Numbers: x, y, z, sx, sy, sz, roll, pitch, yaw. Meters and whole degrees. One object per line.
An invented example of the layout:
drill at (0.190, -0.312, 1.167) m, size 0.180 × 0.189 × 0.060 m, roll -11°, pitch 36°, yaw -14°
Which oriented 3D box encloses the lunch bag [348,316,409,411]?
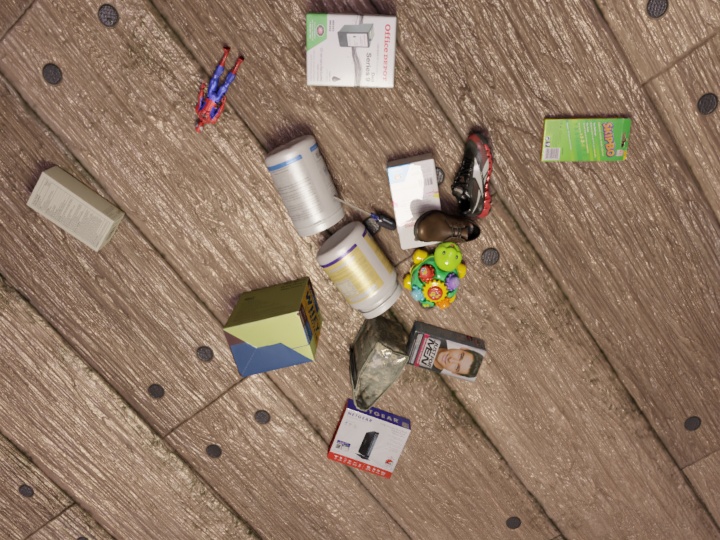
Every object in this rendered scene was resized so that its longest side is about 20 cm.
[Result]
lunch bag at (0.029, 0.239, 1.563) m, size 0.115 × 0.165 × 0.203 m, roll 24°, pitch 111°, yaw -13°

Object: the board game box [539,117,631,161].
board game box at (0.519, -0.303, 1.398) m, size 0.193 × 0.030 × 0.098 m, roll 1°, pitch 112°, yaw 5°

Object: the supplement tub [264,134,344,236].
supplement tub at (-0.130, -0.199, 1.415) m, size 0.129 × 0.133 × 0.204 m, roll -19°, pitch 109°, yaw 10°

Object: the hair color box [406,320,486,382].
hair color box at (0.223, 0.215, 1.600) m, size 0.194 × 0.061 × 0.101 m, roll 16°, pitch 112°, yaw -4°

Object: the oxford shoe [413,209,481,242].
oxford shoe at (0.204, -0.099, 1.390) m, size 0.196 × 0.084 × 0.075 m, roll -7°, pitch 107°, yaw -38°

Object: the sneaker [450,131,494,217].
sneaker at (0.257, -0.216, 1.407) m, size 0.096 × 0.070 × 0.206 m, roll -16°, pitch 115°, yaw -27°

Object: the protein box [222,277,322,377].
protein box at (-0.211, 0.138, 1.515) m, size 0.193 × 0.201 × 0.138 m, roll -13°, pitch 111°, yaw 8°

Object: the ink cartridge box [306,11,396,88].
ink cartridge box at (-0.018, -0.483, 1.322) m, size 0.193 × 0.084 × 0.150 m, roll 2°, pitch 112°, yaw 1°

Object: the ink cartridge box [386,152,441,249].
ink cartridge box at (0.133, -0.165, 1.449) m, size 0.112 × 0.068 × 0.205 m, roll -9°, pitch 111°, yaw 5°

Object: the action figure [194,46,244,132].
action figure at (-0.335, -0.408, 1.389) m, size 0.064 × 0.052 × 0.202 m, roll 27°, pitch 113°, yaw -12°

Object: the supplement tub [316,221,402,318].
supplement tub at (0.000, 0.000, 1.480) m, size 0.144 × 0.146 × 0.202 m, roll -33°, pitch 107°, yaw 15°

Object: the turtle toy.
turtle toy at (0.191, 0.012, 1.488) m, size 0.142 × 0.102 × 0.204 m, roll 17°, pitch 121°, yaw -4°

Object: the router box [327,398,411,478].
router box at (0.023, 0.480, 1.720) m, size 0.195 × 0.049 × 0.183 m, roll 19°, pitch 111°, yaw -4°

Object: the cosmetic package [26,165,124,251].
cosmetic package at (-0.701, -0.152, 1.493) m, size 0.198 × 0.073 × 0.104 m, roll 37°, pitch 109°, yaw -11°

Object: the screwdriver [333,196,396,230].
screwdriver at (0.014, -0.142, 1.445) m, size 0.197 × 0.028 × 0.029 m, roll 28°, pitch 103°, yaw -36°
